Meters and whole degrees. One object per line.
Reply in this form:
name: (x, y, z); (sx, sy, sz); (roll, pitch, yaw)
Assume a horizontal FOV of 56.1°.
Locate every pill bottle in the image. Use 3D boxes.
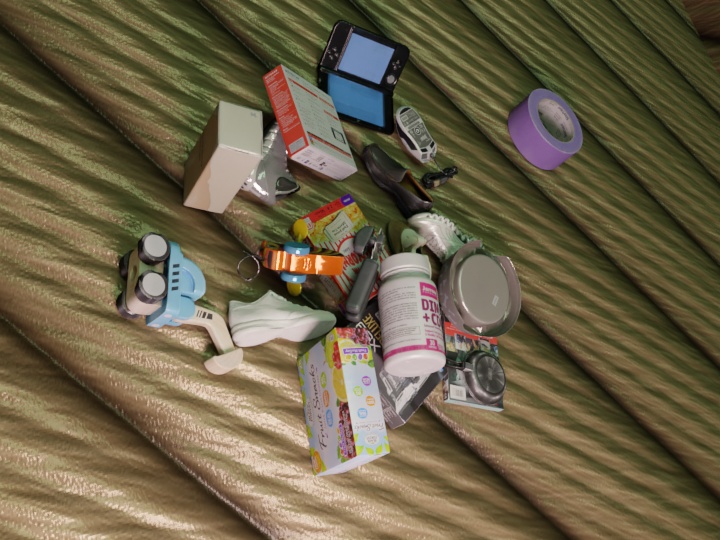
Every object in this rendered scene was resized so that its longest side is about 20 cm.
pill bottle: (0.089, 0.079, 1.227); (0.111, 0.113, 0.204); (10, 61, -29)

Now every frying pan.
frying pan: (0.228, 0.189, 1.360); (0.190, 0.031, 0.116); (44, 50, -11)

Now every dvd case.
dvd case: (0.227, 0.180, 1.394); (0.143, 0.022, 0.204); (14, 59, -27)

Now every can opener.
can opener: (0.000, 0.000, 1.268); (0.066, 0.054, 0.202); (15, 54, 12)

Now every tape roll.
tape roll: (0.499, -0.381, 1.823); (0.197, 0.085, 0.204); (15, 60, -27)

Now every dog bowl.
dog bowl: (0.244, 0.042, 1.403); (0.197, 0.058, 0.205); (8, 75, -32)

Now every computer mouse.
computer mouse: (0.140, -0.286, 1.565); (0.109, 0.044, 0.202); (-34, 93, -35)

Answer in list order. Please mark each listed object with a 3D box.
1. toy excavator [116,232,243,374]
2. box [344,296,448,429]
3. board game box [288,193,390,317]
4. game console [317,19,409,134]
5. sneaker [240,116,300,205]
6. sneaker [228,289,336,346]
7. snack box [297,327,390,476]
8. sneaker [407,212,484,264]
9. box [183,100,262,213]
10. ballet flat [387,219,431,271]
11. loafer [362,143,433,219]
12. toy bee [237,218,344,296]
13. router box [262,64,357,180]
toy excavator: (-0.279, 0.056, 1.083); (0.197, 0.099, 0.199); (15, 60, -37)
box: (0.052, 0.165, 1.266); (0.201, 0.050, 0.157); (52, 50, 0)
board game box: (-0.027, -0.033, 1.318); (0.151, 0.046, 0.202); (-31, 86, -40)
game console: (0.012, -0.429, 1.509); (0.197, 0.178, 0.117); (11, 32, -29)
sneaker: (-0.157, -0.207, 1.316); (0.115, 0.074, 0.203); (37, 56, -23)
sneaker: (-0.135, 0.074, 1.181); (0.196, 0.076, 0.090); (-1, 55, -32)
snack box: (-0.033, 0.217, 1.106); (0.066, 0.168, 0.204); (2, 66, -28)
sneaker: (0.182, -0.056, 1.454); (0.198, 0.075, 0.082); (29, 62, -21)
box: (-0.238, -0.190, 1.159); (0.076, 0.200, 0.097); (10, 61, -28)
ballet flat: (0.110, -0.025, 1.388); (0.067, 0.072, 0.204); (3, 65, -34)
loafer: (0.086, -0.202, 1.463); (0.200, 0.072, 0.073); (48, 51, -2)
toy bee: (-0.132, -0.031, 1.207); (0.198, 0.108, 0.133); (25, 95, -34)
router box: (-0.096, -0.289, 1.345); (0.199, 0.048, 0.183); (13, 54, -62)
